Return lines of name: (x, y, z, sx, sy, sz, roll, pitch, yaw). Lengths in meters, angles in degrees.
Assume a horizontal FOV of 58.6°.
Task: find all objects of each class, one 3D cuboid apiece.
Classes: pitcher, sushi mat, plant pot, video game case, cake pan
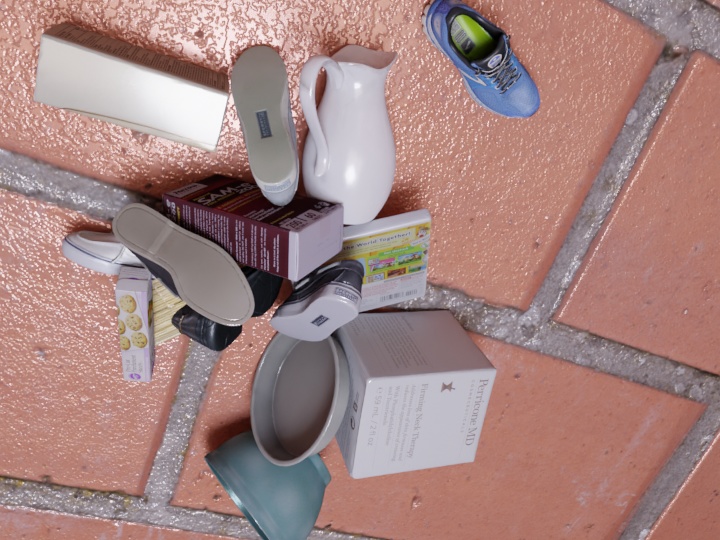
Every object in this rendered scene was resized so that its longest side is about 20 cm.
pitcher: (-0.025, -0.160, 0.777, 0.119, 0.170, 0.205, 19, 117, 28)
sushi mat: (-0.234, 0.035, 0.904, 0.196, 0.012, 0.097, -23, 117, -2)
plant pot: (-0.129, 0.320, 0.984, 0.133, 0.198, 0.203, -38, 121, -23)
video game case: (0.000, 0.000, 0.893, 0.195, 0.023, 0.184, -13, 145, -6)
cake pan: (-0.086, 0.172, 0.909, 0.036, 0.201, 0.202, 21, 111, -40)

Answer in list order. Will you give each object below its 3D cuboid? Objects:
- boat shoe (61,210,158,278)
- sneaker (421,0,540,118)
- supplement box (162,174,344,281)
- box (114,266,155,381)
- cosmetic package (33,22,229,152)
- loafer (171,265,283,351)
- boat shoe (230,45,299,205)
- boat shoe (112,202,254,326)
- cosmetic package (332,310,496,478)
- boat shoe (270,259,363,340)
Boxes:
boat shoe: (-0.274, -0.039, 0.821, 0.197, 0.075, 0.088, 13, 111, -13)
sneaker: (0.160, -0.259, 0.809, 0.198, 0.090, 0.079, 35, 106, -25)
supplement box: (-0.129, -0.058, 0.773, 0.196, 0.109, 0.062, 16, 118, 24)
box: (-0.297, 0.077, 0.850, 0.040, 0.039, 0.202, 7, 137, -11)
cosmetic package: (-0.252, -0.208, 0.731, 0.195, 0.104, 0.075, 13, 113, -18)
loafer: (-0.163, 0.028, 0.834, 0.071, 0.200, 0.075, 14, 115, 18)
boat shoe: (-0.111, -0.170, 0.759, 0.068, 0.205, 0.072, -9, 156, -5)
boat shoe: (-0.200, -0.003, 0.748, 0.198, 0.063, 0.073, 36, 73, 9)
cosmetic package: (0.064, 0.173, 0.944, 0.195, 0.167, 0.171, -1, 117, -20)
boat shoe: (-0.056, 0.037, 0.827, 0.071, 0.069, 0.199, 27, 151, -18)
